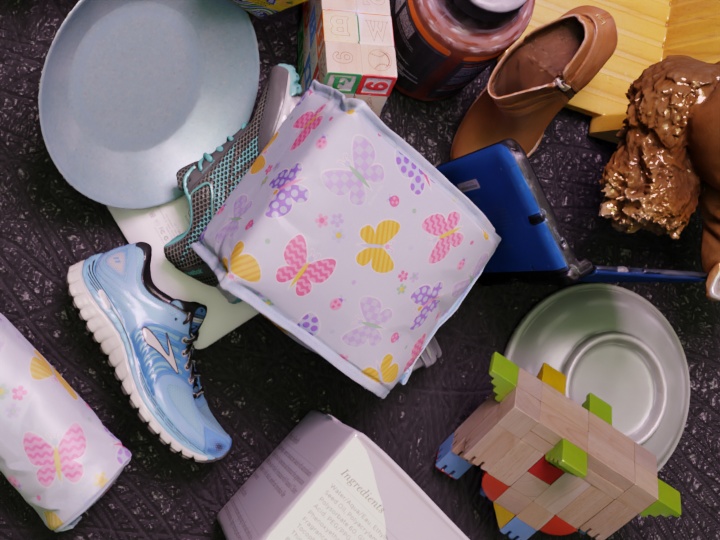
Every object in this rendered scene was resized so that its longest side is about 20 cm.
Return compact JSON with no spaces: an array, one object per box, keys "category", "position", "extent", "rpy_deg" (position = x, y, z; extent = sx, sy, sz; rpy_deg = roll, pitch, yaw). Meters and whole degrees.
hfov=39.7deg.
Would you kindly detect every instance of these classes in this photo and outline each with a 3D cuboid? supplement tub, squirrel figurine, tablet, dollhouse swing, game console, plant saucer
[{"category":"supplement tub","position":[0.081,-0.217,0.835],"extent":[0.105,0.200,0.109],"rpy_deg":[1,85,-13]},{"category":"squirrel figurine","position":[0.297,-0.075,0.829],"extent":[0.196,0.142,0.189],"rpy_deg":[6,126,8]},{"category":"tablet","position":[-0.141,-0.049,0.870],"extent":[0.129,0.014,0.202],"rpy_deg":[-32,95,-13]},{"category":"dollhouse swing","position":[0.254,-0.234,0.902],"extent":[0.174,0.181,0.204],"rpy_deg":[16,83,-32]},{"category":"game console","position":[0.166,-0.042,0.844],"extent":[0.117,0.200,0.173],"rpy_deg":[-28,96,-12]},{"category":"plant saucer","position":[0.228,0.112,0.929],"extent":[0.196,0.050,0.204],"rpy_deg":[1,86,-14]},{"category":"plant saucer","position":[-0.172,-0.150,0.802],"extent":[0.199,0.039,0.204],"rpy_deg":[-27,134,-31]}]

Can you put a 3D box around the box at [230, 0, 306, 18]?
[{"category":"box","position":[-0.073,-0.312,0.794],"extent":[0.070,0.064,0.204],"rpy_deg":[19,70,-48]}]

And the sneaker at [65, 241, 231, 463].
[{"category":"sneaker","position":[-0.158,0.066,0.821],"extent":[0.089,0.078,0.202],"rpy_deg":[-31,94,-6]}]

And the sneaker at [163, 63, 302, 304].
[{"category":"sneaker","position":[-0.106,-0.078,0.825],"extent":[0.090,0.078,0.203],"rpy_deg":[19,95,-1]}]

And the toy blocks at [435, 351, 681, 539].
[{"category":"toy blocks","position":[0.157,0.179,0.873],"extent":[0.198,0.137,0.100],"rpy_deg":[32,36,-9]}]

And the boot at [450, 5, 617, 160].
[{"category":"boot","position":[0.129,-0.145,0.837],"extent":[0.074,0.154,0.200],"rpy_deg":[45,113,7]}]

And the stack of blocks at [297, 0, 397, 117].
[{"category":"stack of blocks","position":[-0.017,-0.222,0.856],"extent":[0.057,0.115,0.203],"rpy_deg":[2,68,-13]}]

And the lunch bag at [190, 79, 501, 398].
[{"category":"lunch bag","position":[-0.003,-0.016,0.777],"extent":[0.199,0.127,0.171],"rpy_deg":[37,91,-28]}]

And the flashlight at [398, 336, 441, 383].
[{"category":"flashlight","position":[0.000,0.000,0.877],"extent":[0.067,0.068,0.202],"rpy_deg":[-28,89,23]}]

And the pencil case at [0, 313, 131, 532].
[{"category":"pencil case","position":[-0.276,0.113,0.793],"extent":[0.091,0.083,0.200],"rpy_deg":[-44,97,-6]}]

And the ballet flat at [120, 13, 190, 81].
[{"category":"ballet flat","position":[-0.186,-0.194,0.840],"extent":[0.199,0.073,0.073],"rpy_deg":[-39,95,-12]}]

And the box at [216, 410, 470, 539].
[{"category":"box","position":[0.003,0.229,0.791],"extent":[0.200,0.199,0.131],"rpy_deg":[45,79,-7]}]
